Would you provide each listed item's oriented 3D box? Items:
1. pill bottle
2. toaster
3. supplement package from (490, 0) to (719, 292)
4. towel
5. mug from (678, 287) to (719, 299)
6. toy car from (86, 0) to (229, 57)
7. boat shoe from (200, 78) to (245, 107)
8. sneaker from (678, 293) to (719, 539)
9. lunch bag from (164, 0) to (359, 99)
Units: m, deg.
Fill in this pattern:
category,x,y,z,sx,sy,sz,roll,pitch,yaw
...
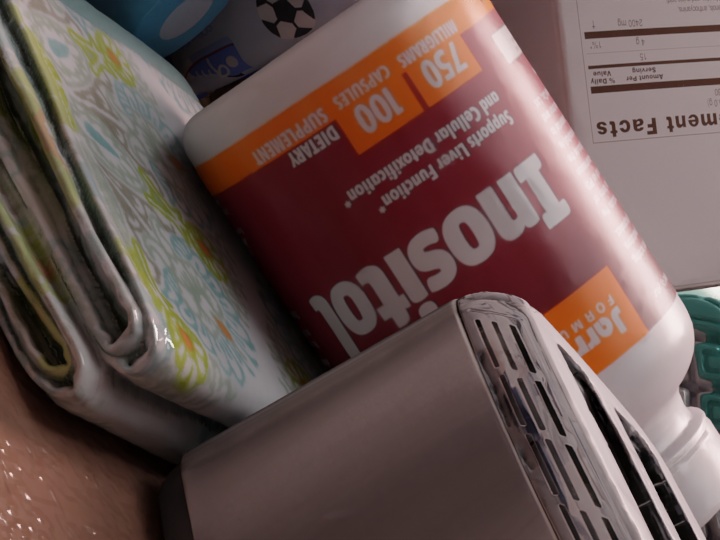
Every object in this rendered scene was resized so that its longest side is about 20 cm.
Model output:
category,x,y,z,sx,sy,sz,roll,pitch,yaw
pill bottle,0.038,0.006,0.787,0.201,0.113,0.113,56,11,-5
toaster,0.031,0.101,0.659,0.114,0.129,0.201,45,15,-37
supplement package,0.097,-0.088,0.987,0.121,0.119,0.202,-7,-91,59
towel,-0.072,-0.010,0.771,0.172,0.048,0.200,64,13,24
mug,0.098,0.041,1.130,0.153,0.183,0.115,93,-21,-49
toy car,-0.138,-0.169,0.785,0.185,0.177,0.199,49,38,14
boat shoe,0.000,0.000,0.972,0.201,0.072,0.072,59,12,14
sneaker,0.123,0.115,0.885,0.091,0.077,0.202,51,47,-72
lunch bag,-0.027,-0.192,0.902,0.124,0.169,0.201,-27,91,-54
